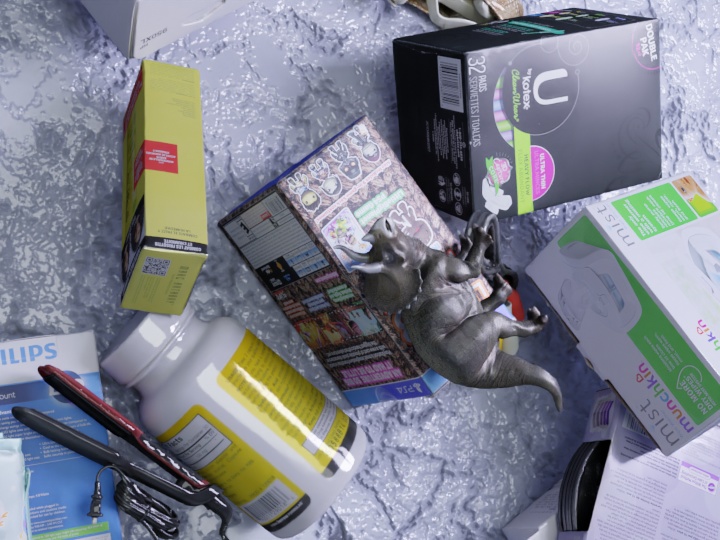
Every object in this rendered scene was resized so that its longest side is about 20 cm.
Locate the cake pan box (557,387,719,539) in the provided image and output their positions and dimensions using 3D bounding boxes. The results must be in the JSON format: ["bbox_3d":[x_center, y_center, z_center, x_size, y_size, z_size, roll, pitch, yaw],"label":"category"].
[{"bbox_3d":[0.264,0.216,1.069,0.200,0.052,0.185,23,69,-17],"label":"cake pan box"}]

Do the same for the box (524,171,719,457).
[{"bbox_3d":[0.269,0.032,1.074,0.176,0.097,0.200,-16,65,-45],"label":"box"}]

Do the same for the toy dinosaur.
[{"bbox_3d":[0.069,0.033,0.918,0.102,0.077,0.200,-38,102,-13],"label":"toy dinosaur"}]

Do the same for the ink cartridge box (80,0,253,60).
[{"bbox_3d":[-0.179,-0.289,0.997,0.144,0.084,0.200,-34,78,-24],"label":"ink cartridge box"}]

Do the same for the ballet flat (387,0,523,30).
[{"bbox_3d":[0.061,-0.257,1.125,0.200,0.071,0.065,24,53,-16],"label":"ballet flat"}]

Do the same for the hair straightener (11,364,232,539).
[{"bbox_3d":[-0.174,0.156,0.921,0.200,0.041,0.077,42,63,-22],"label":"hair straightener"}]

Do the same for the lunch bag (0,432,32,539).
[{"bbox_3d":[-0.318,0.202,0.842,0.199,0.122,0.171,-6,84,-3],"label":"lunch bag"}]

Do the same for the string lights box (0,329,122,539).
[{"bbox_3d":[-0.240,0.151,0.938,0.102,0.059,0.201,-6,83,-24],"label":"string lights box"}]

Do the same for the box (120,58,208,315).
[{"bbox_3d":[-0.151,-0.067,0.957,0.050,0.075,0.200,10,48,-20],"label":"box"}]

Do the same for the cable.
[{"bbox_3d":[0.120,0.010,1.063,0.050,0.200,0.097,22,57,17],"label":"cable"}]

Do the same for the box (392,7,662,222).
[{"bbox_3d":[0.147,-0.140,1.091,0.199,0.124,0.149,-14,111,-25],"label":"box"}]

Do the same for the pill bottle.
[{"bbox_3d":[-0.101,0.106,0.976,0.200,0.111,0.111,42,68,-12],"label":"pill bottle"}]

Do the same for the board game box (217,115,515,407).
[{"bbox_3d":[0.000,0.000,1.010,0.097,0.159,0.200,-39,98,-23],"label":"board game box"}]

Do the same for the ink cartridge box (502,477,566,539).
[{"bbox_3d":[0.208,0.241,1.106,0.200,0.068,0.116,-33,94,-25],"label":"ink cartridge box"}]
